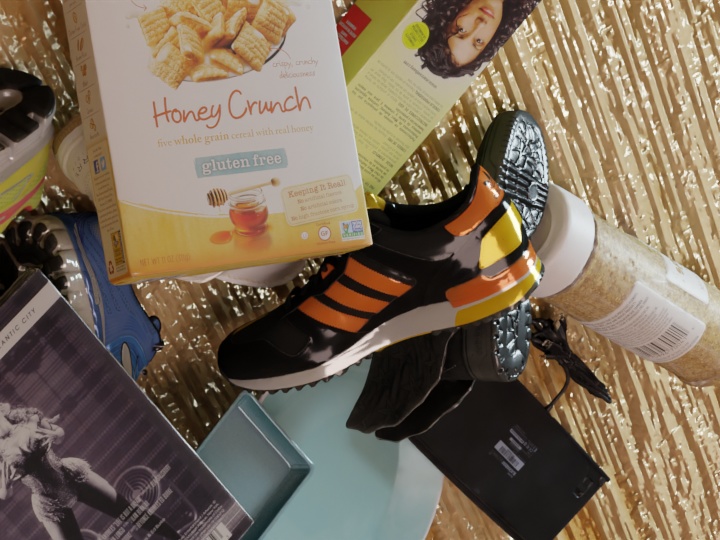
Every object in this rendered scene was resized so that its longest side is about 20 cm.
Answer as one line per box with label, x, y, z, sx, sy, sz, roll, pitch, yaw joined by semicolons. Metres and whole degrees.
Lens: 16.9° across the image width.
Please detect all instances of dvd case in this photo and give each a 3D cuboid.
dvd case;-0.165;0.121;1.300;0.149;0.016;0.200;-47;117;-19

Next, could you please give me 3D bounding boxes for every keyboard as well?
keyboard;0.110;0.099;1.589;0.127;0.021;0.200;-46;136;-2

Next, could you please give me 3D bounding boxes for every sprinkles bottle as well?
sprinkles bottle;0.167;0.012;1.541;0.200;0.068;0.068;29;103;-40

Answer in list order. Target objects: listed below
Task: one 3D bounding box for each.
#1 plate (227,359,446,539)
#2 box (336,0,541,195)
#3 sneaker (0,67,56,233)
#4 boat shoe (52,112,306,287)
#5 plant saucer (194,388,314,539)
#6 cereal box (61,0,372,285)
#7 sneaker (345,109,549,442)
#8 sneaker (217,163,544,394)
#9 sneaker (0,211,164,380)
plate;-0.019;0.129;1.502;0.200;0.025;0.201;-16;112;-44
box;0.022;-0.121;1.383;0.075;0.050;0.200;33;100;-40
sneaker;-0.235;-0.021;1.262;0.200;0.078;0.091;-34;147;-29
boat shoe;-0.092;-0.023;1.348;0.071;0.070;0.200;-39;143;19
plant saucer;-0.105;0.163;1.377;0.070;0.019;0.200;50;59;-23
cereal box;-0.078;-0.100;1.272;0.143;0.039;0.201;-9;87;-27
sneaker;0.052;0.003;1.463;0.060;0.104;0.201;22;70;-52
sneaker;0.000;0.000;1.388;0.199;0.070;0.090;-19;112;13
sneaker;-0.146;0.061;1.367;0.089;0.078;0.201;-19;113;-45
